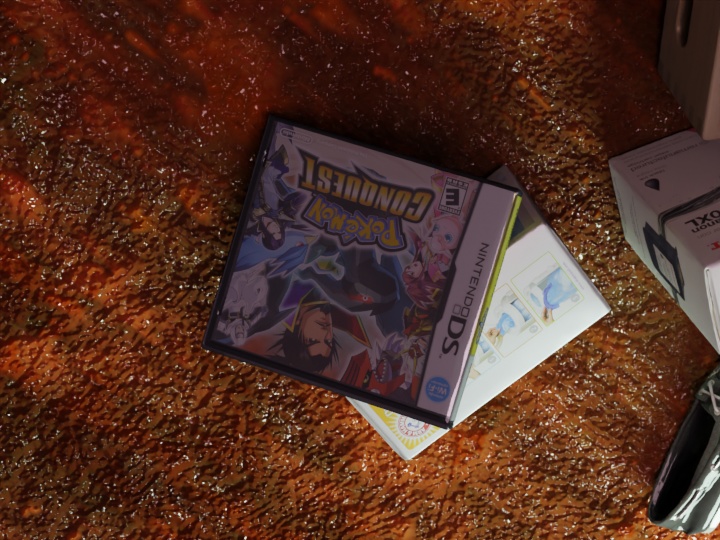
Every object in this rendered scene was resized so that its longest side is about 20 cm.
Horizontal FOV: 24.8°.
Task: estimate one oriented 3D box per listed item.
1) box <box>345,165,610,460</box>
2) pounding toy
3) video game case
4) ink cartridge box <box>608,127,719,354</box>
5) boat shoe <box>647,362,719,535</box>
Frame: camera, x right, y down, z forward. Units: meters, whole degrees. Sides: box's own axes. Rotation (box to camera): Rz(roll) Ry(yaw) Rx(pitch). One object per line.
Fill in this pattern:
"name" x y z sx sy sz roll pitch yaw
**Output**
"box" 0.074 0.033 1.279 0.199 0.113 0.102 -37 118 7
"pounding toy" 0.327 -0.228 1.216 0.182 0.143 0.202 -7 128 -10
"video game case" 0.000 0.000 1.208 0.198 0.025 0.183 17 92 11
"ink cartridge box" 0.295 -0.036 1.250 0.143 0.200 0.085 -21 120 -3
"boat shoe" 0.304 0.146 1.422 0.056 0.067 0.202 3 119 -20
